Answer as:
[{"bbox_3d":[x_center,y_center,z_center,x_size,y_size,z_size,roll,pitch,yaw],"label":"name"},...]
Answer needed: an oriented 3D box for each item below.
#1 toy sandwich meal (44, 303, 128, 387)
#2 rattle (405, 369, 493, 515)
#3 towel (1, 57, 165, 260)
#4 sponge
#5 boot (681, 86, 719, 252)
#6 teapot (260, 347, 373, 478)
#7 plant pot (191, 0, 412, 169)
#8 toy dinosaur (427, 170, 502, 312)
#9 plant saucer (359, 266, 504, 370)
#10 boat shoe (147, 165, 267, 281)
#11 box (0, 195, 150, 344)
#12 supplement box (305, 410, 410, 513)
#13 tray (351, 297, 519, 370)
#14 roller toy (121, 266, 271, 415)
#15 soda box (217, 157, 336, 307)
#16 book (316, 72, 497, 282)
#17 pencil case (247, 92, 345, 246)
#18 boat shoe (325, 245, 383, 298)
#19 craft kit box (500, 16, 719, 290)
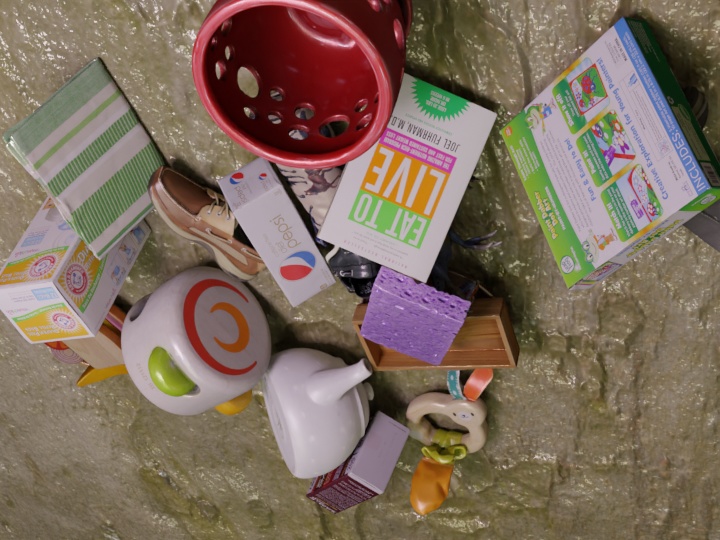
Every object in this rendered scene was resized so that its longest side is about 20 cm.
[{"bbox_3d":[-0.416,0.107,1.658,0.204,0.070,0.206,10,137,10],"label":"toy sandwich meal"},{"bbox_3d":[0.120,0.233,1.548,0.130,0.143,0.200,41,144,5],"label":"rattle"},{"bbox_3d":[-0.323,-0.131,1.329,0.023,0.153,0.200,20,149,46],"label":"towel"},{"bbox_3d":[0.061,0.059,1.306,0.111,0.030,0.200,21,161,3],"label":"sponge"},{"bbox_3d":[0.373,-0.093,1.151,0.199,0.073,0.182,34,156,-6],"label":"boot"},{"bbox_3d":[-0.052,0.195,1.564,0.145,0.200,0.199,-16,113,-15],"label":"teapot"},{"bbox_3d":[-0.045,-0.233,1.082,0.199,0.183,0.201,11,138,10],"label":"plant pot"},{"bbox_3d":[0.096,-0.039,1.312,0.200,0.105,0.182,40,141,28],"label":"toy dinosaur"},{"bbox_3d":[0.099,0.055,1.440,0.199,0.037,0.201,10,137,9],"label":"plant saucer"},{"bbox_3d":[-0.182,-0.068,1.395,0.074,0.076,0.200,-24,131,31],"label":"boat shoe"},{"bbox_3d":[-0.374,-0.014,1.418,0.112,0.201,0.102,-7,132,26],"label":"box"},{"bbox_3d":[-0.006,0.291,1.639,0.061,0.109,0.200,31,151,-8],"label":"supplement box"},{"bbox_3d":[0.098,0.084,1.418,0.199,0.037,0.099,-4,133,23],"label":"tray"},{"bbox_3d":[-0.226,0.100,1.499,0.139,0.184,0.199,-28,151,37],"label":"roller toy"},{"bbox_3d":[-0.099,-0.045,1.343,0.068,0.064,0.200,-30,139,-1],"label":"soda box"},{"bbox_3d":[0.050,-0.104,1.198,0.133,0.201,0.048,22,-178,-4],"label":"book"},{"bbox_3d":[-0.059,-0.122,1.280,0.089,0.078,0.200,1,136,36],"label":"pencil case"},{"bbox_3d":[0.002,-0.001,1.333,0.074,0.067,0.199,-12,170,-10],"label":"boat shoe"},{"bbox_3d":[0.249,-0.114,1.102,0.048,0.201,0.197,0,152,-41],"label":"craft kit box"}]
